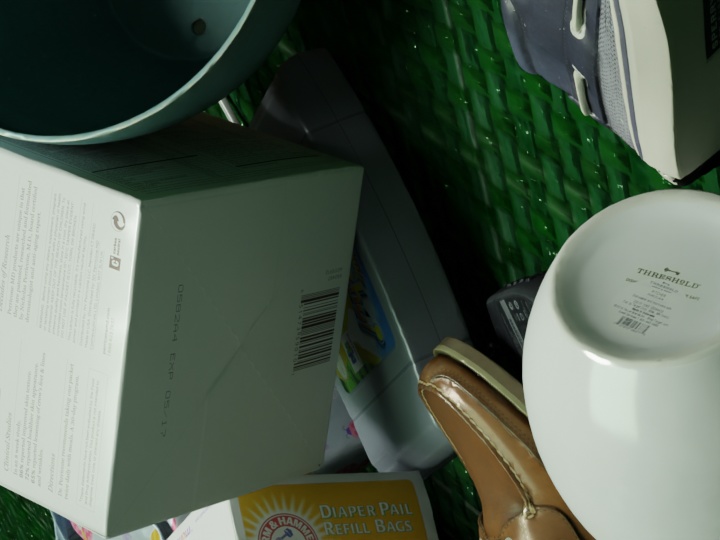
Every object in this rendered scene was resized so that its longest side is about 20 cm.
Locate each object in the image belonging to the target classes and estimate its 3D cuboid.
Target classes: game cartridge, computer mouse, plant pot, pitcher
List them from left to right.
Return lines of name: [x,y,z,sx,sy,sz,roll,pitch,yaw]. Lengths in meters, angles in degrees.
plant pot: [-0.100,-0.150,1.029,0.201,0.200,0.135,53,-166,15]
game cartridge: [0.000,0.000,1.124,0.201,0.040,0.133,65,158,10]
computer mouse: [0.074,0.031,1.056,0.059,0.034,0.200,65,165,-2]
pitcher: [0.150,0.072,0.841,0.171,0.122,0.201,15,146,33]

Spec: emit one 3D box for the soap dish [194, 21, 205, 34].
soap dish: [-0.157,-0.191,1.202,0.157,0.081,0.201,29,143,52]

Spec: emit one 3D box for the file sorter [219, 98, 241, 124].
file sorter: [-0.135,-0.015,1.308,0.125,0.138,0.200,60,159,7]

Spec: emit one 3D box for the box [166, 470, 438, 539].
box: [-0.047,0.185,1.148,0.200,0.112,0.102,-48,49,50]

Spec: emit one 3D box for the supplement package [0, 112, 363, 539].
supplement package: [-0.128,0.005,1.072,0.199,0.150,0.153,20,110,35]

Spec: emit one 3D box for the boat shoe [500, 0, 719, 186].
boat shoe: [0.083,-0.120,0.766,0.093,0.075,0.201,35,149,32]

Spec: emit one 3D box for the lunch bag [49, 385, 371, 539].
lunch bag: [-0.077,0.104,1.285,0.128,0.169,0.200,59,156,7]

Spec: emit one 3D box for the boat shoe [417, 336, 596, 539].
boat shoe: [0.085,0.122,1.032,0.200,0.068,0.072,50,170,-3]
